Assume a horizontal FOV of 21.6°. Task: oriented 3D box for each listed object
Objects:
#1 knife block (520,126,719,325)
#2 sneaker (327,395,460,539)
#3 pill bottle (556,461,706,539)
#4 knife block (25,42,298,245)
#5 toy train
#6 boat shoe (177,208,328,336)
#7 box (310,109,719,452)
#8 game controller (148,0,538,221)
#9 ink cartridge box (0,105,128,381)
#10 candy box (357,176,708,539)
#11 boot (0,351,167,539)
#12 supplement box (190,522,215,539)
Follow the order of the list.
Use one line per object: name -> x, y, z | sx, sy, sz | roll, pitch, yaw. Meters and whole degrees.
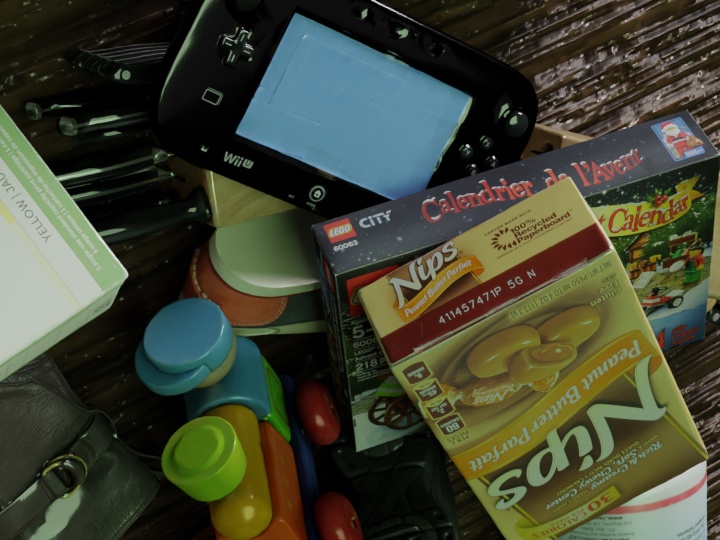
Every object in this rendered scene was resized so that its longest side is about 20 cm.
knife block -> 0.185, -0.039, 1.076 | 0.175, 0.064, 0.200 | -37, 119, -18
sneaker -> 0.026, 0.147, 0.979 | 0.076, 0.200, 0.091 | -11, 132, 14
pill bottle -> 0.148, 0.193, 1.101 | 0.109, 0.109, 0.200 | -13, 111, -28
knife block -> -0.061, -0.054, 0.932 | 0.200, 0.064, 0.176 | 36, 85, -34
toy train -> -0.056, 0.115, 0.894 | 0.085, 0.200, 0.116 | -20, 139, 10
boat shoe -> 0.000, 0.000, 0.987 | 0.200, 0.071, 0.063 | -5, 149, -32
box -> 0.080, 0.007, 0.949 | 0.200, 0.038, 0.137 | -18, 138, -10
game controller -> -0.005, -0.077, 0.896 | 0.200, 0.042, 0.105 | 21, 92, -33
ink cartridge box -> -0.223, 0.005, 0.809 | 0.200, 0.048, 0.146 | -36, 86, -26
candy box -> 0.090, 0.054, 0.929 | 0.115, 0.055, 0.200 | -28, 139, 5
boot -> -0.196, 0.103, 0.892 | 0.200, 0.069, 0.174 | -35, 120, -18
supplement box -> -0.045, 0.234, 1.016 | 0.126, 0.073, 0.200 | -38, 120, -17
